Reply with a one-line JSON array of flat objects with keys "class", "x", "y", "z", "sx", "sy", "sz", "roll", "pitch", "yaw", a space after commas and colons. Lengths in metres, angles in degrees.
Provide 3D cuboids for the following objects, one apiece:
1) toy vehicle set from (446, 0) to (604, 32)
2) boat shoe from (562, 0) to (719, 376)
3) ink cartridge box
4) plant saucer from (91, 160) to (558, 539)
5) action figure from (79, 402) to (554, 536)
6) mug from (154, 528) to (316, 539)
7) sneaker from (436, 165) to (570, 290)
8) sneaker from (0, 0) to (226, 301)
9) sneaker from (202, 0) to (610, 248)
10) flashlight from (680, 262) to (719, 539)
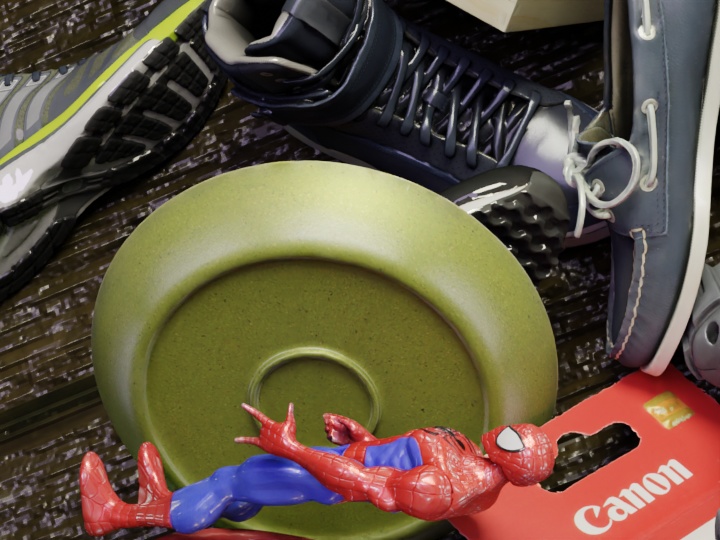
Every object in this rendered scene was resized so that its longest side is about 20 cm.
[{"class": "toy vehicle set", "x": 0.022, "y": -0.167, "z": 1.074, "sx": 0.200, "sy": 0.124, "sz": 0.027, "roll": 32, "pitch": 114, "yaw": 25}, {"class": "boat shoe", "x": 0.116, "y": -0.054, "z": 0.985, "sx": 0.061, "sy": 0.075, "sz": 0.201, "roll": 3, "pitch": 110, "yaw": -10}, {"class": "ink cartridge box", "x": 0.150, "y": 0.109, "z": 0.929, "sx": 0.161, "sy": 0.050, "sz": 0.200, "roll": -25, "pitch": 58, "yaw": -40}, {"class": "plant saucer", "x": -0.017, "y": 0.048, "z": 0.988, "sx": 0.199, "sy": 0.201, "sz": 0.031, "roll": -13, "pitch": 29, "yaw": 15}, {"class": "action figure", "x": -0.015, "y": 0.077, "z": 0.923, "sx": 0.199, "sy": 0.065, "sz": 0.052, "roll": -4, "pitch": 85, "yaw": 30}, {"class": "mug", "x": 0.003, "y": 0.164, "z": 0.916, "sx": 0.199, "sy": 0.133, "sz": 0.178, "roll": -11, "pitch": 74, "yaw": -32}, {"class": "sneaker", "x": 0.000, "y": 0.000, "z": 1.037, "sx": 0.200, "sy": 0.070, "sz": 0.090, "roll": -38, "pitch": 44, "yaw": 23}, {"class": "sneaker", "x": -0.148, "y": -0.073, "z": 1.132, "sx": 0.200, "sy": 0.074, "sz": 0.081, "roll": -40, "pitch": 61, "yaw": 2}, {"class": "sneaker", "x": 0.023, "y": -0.079, "z": 1.033, "sx": 0.201, "sy": 0.146, "sz": 0.077, "roll": 20, "pitch": 78, "yaw": 22}, {"class": "flashlight", "x": 0.160, "y": 0.060, "z": 0.927, "sx": 0.067, "sy": 0.200, "sz": 0.068, "roll": 18, "pitch": 115, "yaw": -12}]
